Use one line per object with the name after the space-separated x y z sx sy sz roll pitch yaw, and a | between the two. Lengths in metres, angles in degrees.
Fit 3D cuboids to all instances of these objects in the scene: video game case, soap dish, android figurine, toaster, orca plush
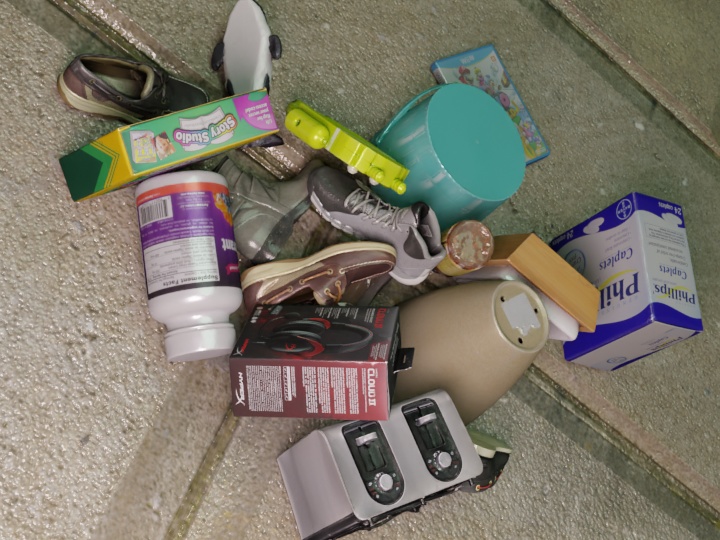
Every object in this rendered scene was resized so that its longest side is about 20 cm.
0.205 -0.250 1.758 0.142 0.018 0.202 -23 83 -39 | video game case
0.224 0.019 1.528 0.157 0.200 0.082 38 79 -13 | soap dish
-0.014 -0.157 1.463 0.181 0.041 0.200 23 14 -49 | android figurine
0.016 0.232 1.299 0.178 0.200 0.120 -13 73 -30 | toaster
-0.131 -0.255 1.491 0.071 0.104 0.203 17 51 -64 | orca plush

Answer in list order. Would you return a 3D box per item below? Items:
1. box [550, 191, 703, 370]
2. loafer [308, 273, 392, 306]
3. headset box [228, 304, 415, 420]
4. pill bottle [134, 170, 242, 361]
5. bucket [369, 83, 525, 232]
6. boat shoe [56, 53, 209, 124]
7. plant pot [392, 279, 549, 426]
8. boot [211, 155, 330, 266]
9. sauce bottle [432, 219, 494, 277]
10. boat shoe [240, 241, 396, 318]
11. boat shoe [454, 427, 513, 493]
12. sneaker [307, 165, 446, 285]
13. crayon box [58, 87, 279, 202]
0.385 0.020 1.651 0.103 0.183 0.204 12 62 -31 | box
0.000 0.000 1.459 0.071 0.073 0.201 45 50 -10 | loafer
-0.037 0.102 1.280 0.149 0.196 0.076 -71 160 -66 | headset box
-0.194 -0.003 1.292 0.110 0.111 0.204 -2 79 -35 | pill bottle
0.124 -0.153 1.579 0.204 0.134 0.211 16 60 -30 | bucket
-0.268 -0.219 1.378 0.197 0.065 0.075 2 66 -35 | boat shoe
0.142 0.091 1.436 0.185 0.199 0.191 15 60 -28 | plant pot
-0.126 -0.105 1.429 0.130 0.068 0.201 39 51 -8 | boot
0.125 -0.026 1.483 0.065 0.200 0.067 0 87 -7 | sauce bottle
-0.048 0.019 1.374 0.196 0.072 0.073 -11 67 -5 | boat shoe
0.146 0.238 1.418 0.073 0.201 0.064 20 92 15 | boat shoe
0.032 -0.076 1.398 0.199 0.115 0.075 40 58 -9 | sneaker
-0.221 -0.145 1.296 0.198 0.171 0.059 -24 97 -36 | crayon box
